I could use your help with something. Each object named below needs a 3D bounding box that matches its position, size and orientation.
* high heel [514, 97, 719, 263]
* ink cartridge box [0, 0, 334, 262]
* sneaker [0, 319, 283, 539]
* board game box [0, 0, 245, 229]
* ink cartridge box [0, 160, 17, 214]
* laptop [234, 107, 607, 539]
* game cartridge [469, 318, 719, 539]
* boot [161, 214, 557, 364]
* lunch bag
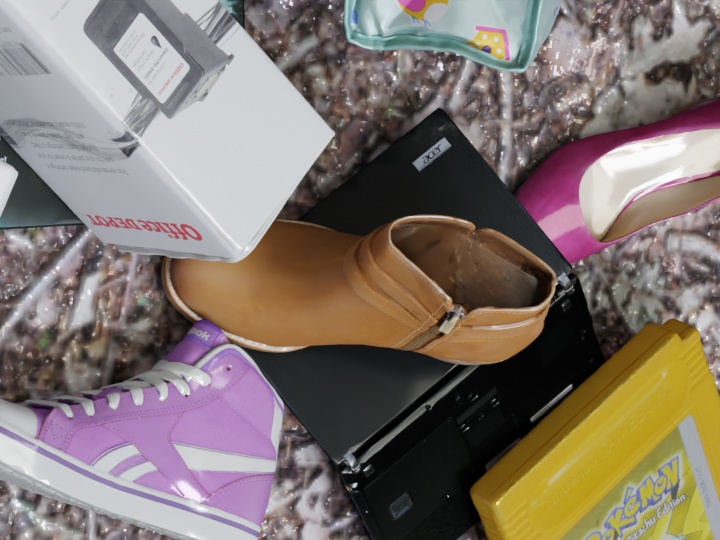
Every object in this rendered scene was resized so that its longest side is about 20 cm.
[{"bbox_3d":[0.176,-0.050,1.392,0.199,0.096,0.068,-24,108,-27],"label":"high heel"},{"bbox_3d":[-0.128,-0.103,1.126,0.200,0.145,0.083,48,69,-27],"label":"ink cartridge box"},{"bbox_3d":[-0.123,0.071,1.233,0.200,0.072,0.115,23,81,-42],"label":"sneaker"},{"bbox_3d":[-0.150,-0.090,1.217,0.199,0.028,0.136,-3,97,-32],"label":"board game box"},{"bbox_3d":[-0.270,0.014,1.101,0.144,0.085,0.201,25,85,-22],"label":"ink cartridge box"},{"bbox_3d":[0.034,0.048,1.350,0.177,0.103,0.200,-39,140,-13],"label":"laptop"},{"bbox_3d":[0.157,0.149,1.414,0.176,0.032,0.201,-41,133,-23],"label":"game cartridge"},{"bbox_3d":[0.000,0.000,1.220,0.199,0.155,0.074,8,79,-7],"label":"boot"},{"bbox_3d":[0.057,-0.215,1.230,0.121,0.170,0.201,8,104,5],"label":"lunch bag"}]
